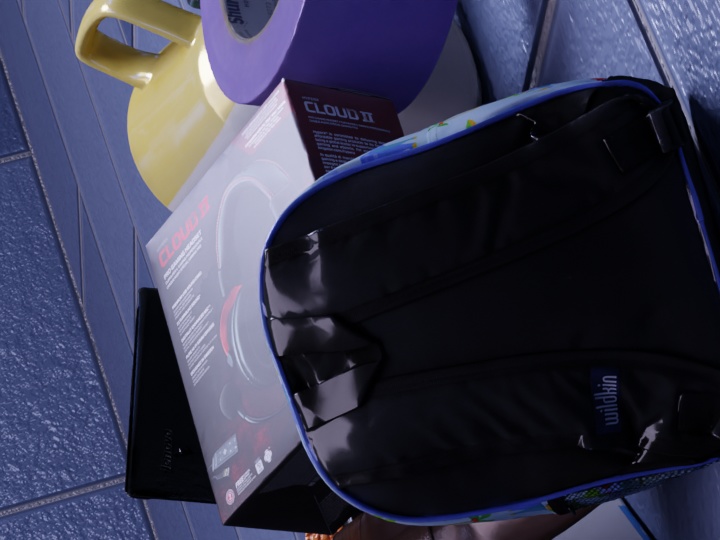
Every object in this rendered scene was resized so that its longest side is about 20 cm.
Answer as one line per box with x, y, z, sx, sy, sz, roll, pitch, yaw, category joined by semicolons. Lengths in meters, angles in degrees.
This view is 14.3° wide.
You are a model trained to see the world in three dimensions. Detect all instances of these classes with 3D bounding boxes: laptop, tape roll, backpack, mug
-0.040;0.116;1.743;0.200;0.116;0.188;57;-160;-35;laptop
-0.016;-0.184;1.527;0.200;0.085;0.201;-174;90;-69;tape roll
0.065;0.020;1.274;0.147;0.199;0.184;-17;-90;-82;backpack
-0.081;-0.113;1.875;0.153;0.186;0.150;136;126;-67;mug

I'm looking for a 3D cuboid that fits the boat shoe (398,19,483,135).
0.043;-0.047;1.624;0.093;0.074;0.201;48;-144;-79;boat shoe

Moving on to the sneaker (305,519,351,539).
-0.002;0.160;1.839;0.201;0.075;0.092;69;-172;27;sneaker

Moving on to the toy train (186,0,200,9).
-0.076;-0.258;1.796;0.085;0.114;0.201;144;110;-77;toy train

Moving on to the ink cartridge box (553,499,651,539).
0.099;0.229;1.557;0.129;0.125;0.201;-126;25;-60;ink cartridge box

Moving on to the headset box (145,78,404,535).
-0.029;0.011;1.474;0.149;0.075;0.201;-47;48;38;headset box

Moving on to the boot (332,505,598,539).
0.081;0.138;1.391;0.064;0.200;0.187;28;-149;-43;boot
